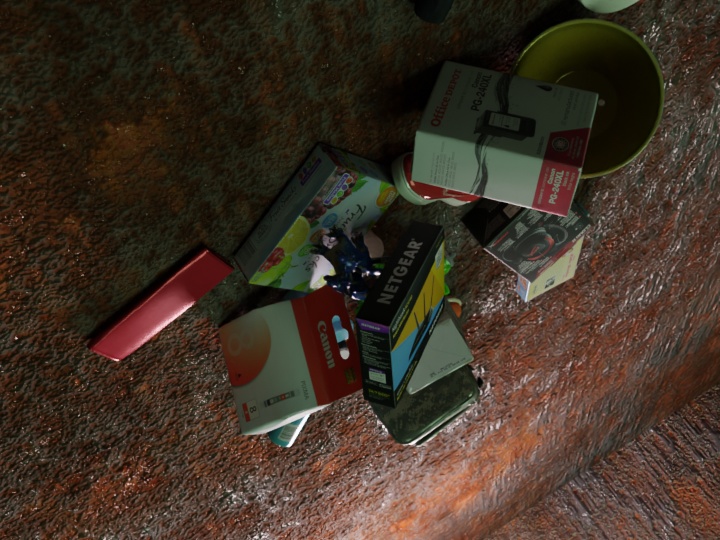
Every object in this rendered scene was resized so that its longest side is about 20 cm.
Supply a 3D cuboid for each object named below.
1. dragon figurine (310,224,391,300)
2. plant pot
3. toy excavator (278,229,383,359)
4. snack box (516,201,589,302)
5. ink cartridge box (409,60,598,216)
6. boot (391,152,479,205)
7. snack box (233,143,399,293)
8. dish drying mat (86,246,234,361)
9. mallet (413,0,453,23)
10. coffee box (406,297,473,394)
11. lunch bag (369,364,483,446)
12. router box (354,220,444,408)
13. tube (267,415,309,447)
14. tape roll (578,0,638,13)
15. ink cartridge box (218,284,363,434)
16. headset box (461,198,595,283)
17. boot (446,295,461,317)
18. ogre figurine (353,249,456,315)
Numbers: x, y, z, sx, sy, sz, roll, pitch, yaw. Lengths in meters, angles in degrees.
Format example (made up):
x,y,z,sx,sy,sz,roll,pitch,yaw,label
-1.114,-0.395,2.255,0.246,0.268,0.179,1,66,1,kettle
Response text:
x,y,z,sx,sy,sz,roll,pitch,yaw,label
0.000,0.000,1.140,0.059,0.100,0.200,-44,150,13,dragon figurine
0.299,-0.228,1.176,0.200,0.200,0.142,-45,176,15,plant pot
-0.054,0.047,1.272,0.194,0.100,0.201,-23,138,-24,toy excavator
0.353,-0.031,1.611,0.116,0.037,0.200,-26,147,-14,snack box
0.173,-0.164,1.060,0.084,0.199,0.146,92,16,-51,ink cartridge box
0.144,-0.137,1.170,0.144,0.073,0.200,-16,171,36,boot
-0.055,-0.062,1.149,0.142,0.053,0.200,9,127,-52,snack box
-0.258,0.045,1.127,0.200,0.018,0.077,-40,150,4,dish drying mat
0.149,-0.337,1.003,0.199,0.041,0.066,-23,150,-28,mallet
0.100,0.101,1.375,0.113,0.080,0.200,-30,-167,6,coffee box
0.131,0.238,1.670,0.200,0.140,0.168,-37,165,2,lunch bag
0.056,0.054,1.129,0.200,0.051,0.150,-59,153,-42,router box
-0.097,0.217,1.496,0.077,0.050,0.200,-2,131,-49,tube
0.339,-0.416,1.081,0.202,0.037,0.203,-25,147,-18,tape roll
-0.097,0.119,1.190,0.200,0.163,0.050,-29,157,31,ink cartridge box
0.281,-0.074,1.424,0.149,0.075,0.200,-45,141,14,headset box
0.111,0.130,1.524,0.200,0.107,0.075,-37,148,-2,boot
0.070,0.021,1.339,0.120,0.098,0.200,-23,150,-29,ogre figurine
